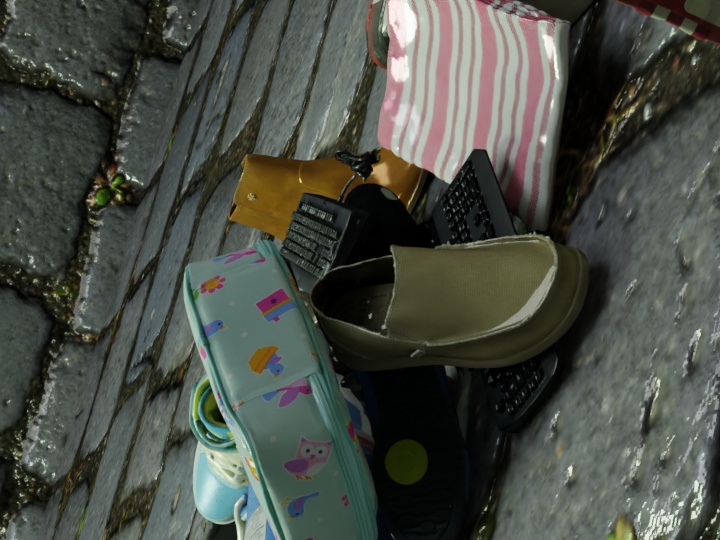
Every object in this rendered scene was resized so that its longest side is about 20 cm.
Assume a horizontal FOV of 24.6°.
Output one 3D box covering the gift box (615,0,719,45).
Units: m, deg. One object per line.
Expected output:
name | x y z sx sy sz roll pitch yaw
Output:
gift box | 0.164 -0.221 0.851 0.200 0.184 0.187 -56 21 26

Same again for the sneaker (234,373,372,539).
sneaker | -0.049 0.176 1.291 0.075 0.077 0.201 11 83 47

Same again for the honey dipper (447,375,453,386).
honey dipper | 0.071 0.022 1.185 0.201 0.038 0.038 -67 15 -2

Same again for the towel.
towel | 0.073 -0.124 1.146 0.200 0.030 0.147 34 129 51

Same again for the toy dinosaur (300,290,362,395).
toy dinosaur | -0.018 0.071 1.390 0.201 0.077 0.103 60 142 30

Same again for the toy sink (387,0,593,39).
toy sink | 0.094 -0.230 1.254 0.200 0.111 0.131 134 152 -58

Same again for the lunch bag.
lunch bag | -0.051 0.087 1.089 0.200 0.077 0.161 -115 5 -46

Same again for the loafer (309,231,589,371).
loafer | 0.048 0.021 1.027 0.199 0.067 0.076 -16 57 35

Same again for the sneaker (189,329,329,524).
sneaker | -0.107 0.135 1.323 0.130 0.079 0.201 -31 -33 -63

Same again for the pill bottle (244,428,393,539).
pill bottle | -0.027 0.211 1.142 0.201 0.112 0.113 -91 25 -51

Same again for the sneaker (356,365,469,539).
sneaker | 0.038 0.099 1.119 0.078 0.066 0.201 47 -152 -67

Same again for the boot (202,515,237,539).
boot | -0.103 0.221 1.505 0.154 0.073 0.205 74 -167 -84

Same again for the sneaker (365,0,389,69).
sneaker | 0.056 -0.243 1.491 0.201 0.071 0.098 126 160 -44

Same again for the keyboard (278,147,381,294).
keyboard | -0.027 -0.046 1.342 0.128 0.021 0.200 -64 15 0

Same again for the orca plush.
orca plush | 0.000 0.000 1.308 0.105 0.071 0.201 -12 52 32

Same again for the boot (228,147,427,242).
boot | -0.033 -0.078 1.462 0.201 0.143 0.071 128 156 -51

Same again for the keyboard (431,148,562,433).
keyboard | 0.072 0.019 1.080 0.201 0.039 0.104 -104 30 -42
